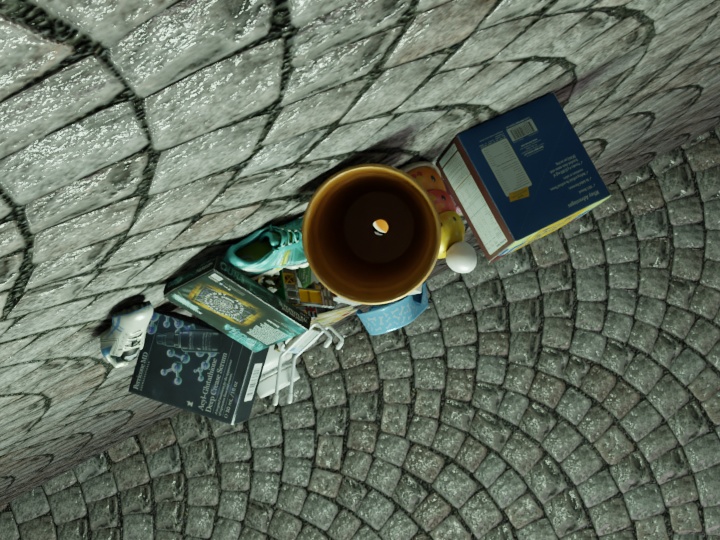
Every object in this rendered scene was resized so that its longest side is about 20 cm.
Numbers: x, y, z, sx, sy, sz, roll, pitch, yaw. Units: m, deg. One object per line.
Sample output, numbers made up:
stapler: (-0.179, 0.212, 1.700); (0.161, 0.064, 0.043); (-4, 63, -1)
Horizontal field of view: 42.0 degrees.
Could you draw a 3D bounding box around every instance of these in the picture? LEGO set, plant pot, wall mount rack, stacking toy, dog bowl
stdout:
LEGO set: (-0.125, 0.031, 1.589); (0.116, 0.154, 0.200); (8, 143, -38)
plant pot: (0.022, -0.061, 1.416); (0.200, 0.201, 0.183); (-29, -176, 8)
wall mount rack: (-0.118, 0.179, 1.855); (0.174, 0.075, 0.200); (-45, 168, 3)
stacking toy: (0.125, -0.070, 1.539); (0.146, 0.200, 0.146); (-30, 148, -21)
dog bowl: (0.067, 0.072, 1.789); (0.111, 0.050, 0.200); (-17, -174, 23)

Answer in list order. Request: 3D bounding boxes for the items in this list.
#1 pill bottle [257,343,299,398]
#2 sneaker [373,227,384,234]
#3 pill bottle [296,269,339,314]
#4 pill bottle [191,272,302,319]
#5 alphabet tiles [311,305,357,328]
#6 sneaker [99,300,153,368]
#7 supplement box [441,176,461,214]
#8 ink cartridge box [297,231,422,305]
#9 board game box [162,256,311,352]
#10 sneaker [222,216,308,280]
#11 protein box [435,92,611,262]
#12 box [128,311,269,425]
pill bottle: (-0.213, 0.157, 1.969); (0.113, 0.201, 0.113); (-27, 173, -4)
sneaker: (0.016, -0.067, 1.815); (0.200, 0.067, 0.090); (-29, 164, 23)
pill bottle: (-0.116, 0.047, 1.908); (0.200, 0.114, 0.114); (-23, 171, -29)
pill bottle: (-0.208, 0.072, 1.738); (0.200, 0.116, 0.116); (-32, 172, 25)
alphabet tiles: (-0.109, 0.110, 1.845); (0.199, 0.006, 0.166); (-13, 167, -38)
sneaker: (-0.374, 0.103, 1.523); (0.072, 0.073, 0.200); (-21, 169, -32)
supplement box: (0.134, -0.130, 1.708); (0.199, 0.086, 0.110); (-27, 172, -7)
ink cartridge box: (0.000, 0.000, 1.730); (0.144, 0.084, 0.200); (18, 160, -38)
board game box: (-0.195, 0.058, 1.485); (0.135, 0.028, 0.200); (-23, 133, 38)
sneaker: (-0.123, -0.039, 1.465); (0.199, 0.078, 0.080); (-25, 164, -19)
protein box: (0.272, -0.155, 1.587); (0.198, 0.201, 0.135); (-25, 173, -16)
box: (-0.280, 0.167, 1.646); (0.199, 0.149, 0.107); (15, 179, 10)
